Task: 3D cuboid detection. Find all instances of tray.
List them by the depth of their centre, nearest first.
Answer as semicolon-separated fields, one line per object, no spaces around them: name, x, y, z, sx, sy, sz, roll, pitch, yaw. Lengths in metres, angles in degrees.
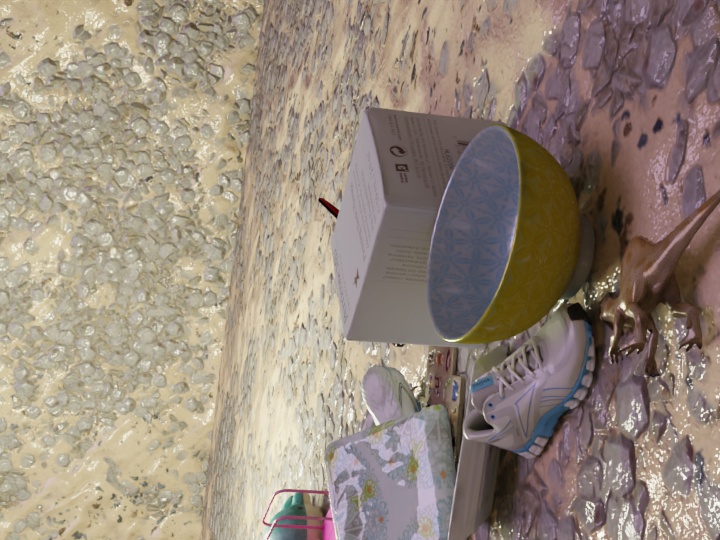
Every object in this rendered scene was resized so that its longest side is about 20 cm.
tray;0.126;0.182;1.130;0.107;0.022;0.201;-16;-65;-68

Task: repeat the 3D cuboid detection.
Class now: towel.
towel;0.038;0.267;1.313;0.200;0.048;0.172;-26;65;41

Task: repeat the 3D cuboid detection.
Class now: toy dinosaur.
toy dinosaur;0.217;0.013;0.822;0.200;0.058;0.102;115;157;-54

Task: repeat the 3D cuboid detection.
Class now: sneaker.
sneaker;0.149;0.105;1.010;0.075;0.086;0.200;-97;19;-45
sneaker;0.058;0.211;1.389;0.072;0.072;0.201;-37;56;34

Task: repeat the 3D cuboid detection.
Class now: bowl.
bowl;0.146;-0.022;0.996;0.200;0.107;0.201;-167;90;-74

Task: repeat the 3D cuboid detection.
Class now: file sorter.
file sorter;-0.087;0.467;1.760;0.139;0.125;0.201;111;159;-48

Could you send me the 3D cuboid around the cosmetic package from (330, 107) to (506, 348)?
cosmetic package;0.072;-0.043;1.203;0.168;0.166;0.201;-100;19;-45

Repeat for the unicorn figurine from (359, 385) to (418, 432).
unicorn figurine;0.019;0.259;1.496;0.200;0.073;0.138;104;175;-53

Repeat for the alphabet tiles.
alphabet tiles;0.095;0.193;1.360;0.167;0.008;0.201;171;104;-76

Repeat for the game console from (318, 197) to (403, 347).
game console;0.000;0.000;1.578;0.200;0.118;0.173;-131;48;-72

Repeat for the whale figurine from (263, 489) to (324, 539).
whale figurine;-0.128;0.469;1.966;0.200;0.103;0.160;-142;57;-74
